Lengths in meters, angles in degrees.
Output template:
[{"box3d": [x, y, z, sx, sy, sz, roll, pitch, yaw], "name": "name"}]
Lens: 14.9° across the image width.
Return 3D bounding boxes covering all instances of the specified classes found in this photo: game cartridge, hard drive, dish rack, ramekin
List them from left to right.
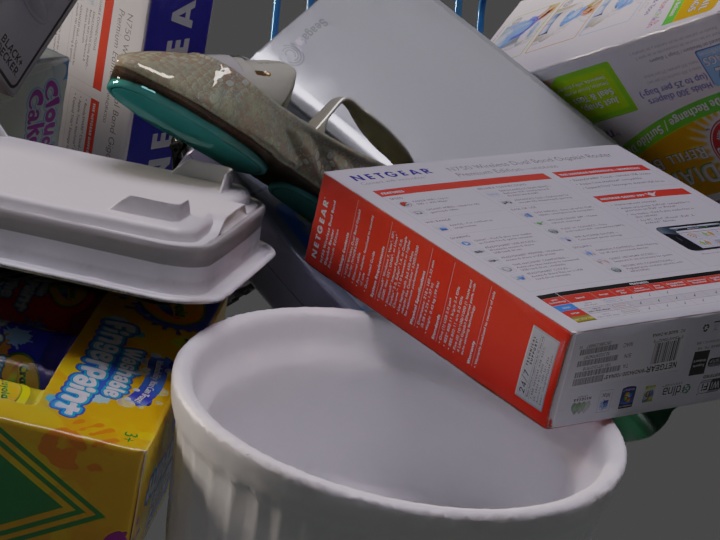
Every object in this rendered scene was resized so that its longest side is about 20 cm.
[{"box3d": [-0.144, -0.035, 1.285, 0.200, 0.044, 0.172, 13, 11, 8], "name": "dish rack"}, {"box3d": [0.000, 0.000, 1.415, 0.200, 0.040, 0.133, 47, 33, 6], "name": "game cartridge"}, {"box3d": [0.009, 0.100, 1.207, 0.200, 0.098, 0.201, 11, 22, -4], "name": "ramekin"}, {"box3d": [0.048, -0.072, 1.452, 0.200, 0.026, 0.132, 40, 48, 7], "name": "hard drive"}]

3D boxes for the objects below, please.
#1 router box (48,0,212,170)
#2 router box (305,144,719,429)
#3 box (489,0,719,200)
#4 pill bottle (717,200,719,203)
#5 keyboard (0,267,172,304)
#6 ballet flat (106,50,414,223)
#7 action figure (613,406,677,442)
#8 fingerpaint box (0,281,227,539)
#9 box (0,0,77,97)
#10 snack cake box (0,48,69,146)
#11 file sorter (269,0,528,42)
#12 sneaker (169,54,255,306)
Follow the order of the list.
[{"box3d": [-0.166, -0.145, 1.571, 0.049, 0.200, 0.179, -13, 34, -44], "name": "router box"}, {"box3d": [0.107, 0.002, 1.302, 0.200, 0.049, 0.179, -7, 29, -39], "name": "router box"}, {"box3d": [0.168, -0.103, 1.516, 0.200, 0.113, 0.101, -16, 28, 45], "name": "box"}, {"box3d": [0.254, 0.010, 1.540, 0.113, 0.113, 0.200, -5, 27, -37], "name": "pill bottle"}, {"box3d": [-0.153, -0.009, 1.308, 0.200, 0.021, 0.127, 4, 13, -21], "name": "keyboard"}, {"box3d": [-0.037, -0.067, 1.349, 0.200, 0.062, 0.067, 34, -15, -29], "name": "ballet flat"}, {"box3d": [0.115, -0.004, 1.488, 0.118, 0.055, 0.200, -28, 57, -34], "name": "action figure"}, {"box3d": [-0.162, 0.055, 1.262, 0.166, 0.074, 0.200, 13, 21, 4], "name": "fingerpaint box"}, {"box3d": [-0.171, -0.205, 1.420, 0.060, 0.200, 0.117, 20, -22, 29], "name": "box"}, {"box3d": [-0.261, -0.093, 1.525, 0.200, 0.115, 0.067, 25, 25, 29], "name": "snack cake box"}, {"box3d": [0.045, -0.146, 1.738, 0.200, 0.123, 0.139, 7, -12, -12], "name": "file sorter"}, {"box3d": [-0.078, -0.041, 1.481, 0.074, 0.079, 0.200, -26, 27, 29], "name": "sneaker"}]
